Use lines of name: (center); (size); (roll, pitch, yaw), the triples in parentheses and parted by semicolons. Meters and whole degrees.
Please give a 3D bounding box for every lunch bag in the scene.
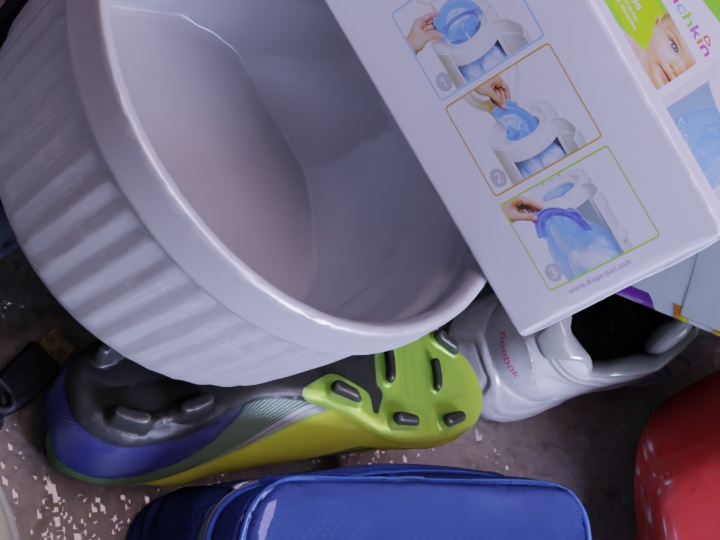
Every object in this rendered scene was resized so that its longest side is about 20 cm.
lunch bag: (-0.001, 0.150, 0.755); (0.198, 0.132, 0.137); (2, 78, -34)

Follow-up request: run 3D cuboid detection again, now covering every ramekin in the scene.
ramekin: (-0.047, -0.052, 0.696); (0.199, 0.105, 0.202); (23, 54, -36)

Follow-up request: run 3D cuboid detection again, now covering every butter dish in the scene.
butter dish: (0.183, 0.132, 0.885); (0.200, 0.147, 0.201); (-45, 113, -75)

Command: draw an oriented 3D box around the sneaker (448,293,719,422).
sneaker: (0.144, 0.022, 0.901); (0.199, 0.099, 0.079); (-22, 92, -35)

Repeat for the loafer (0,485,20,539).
loafer: (-0.157, 0.147, 0.675); (0.075, 0.068, 0.202); (-12, 89, -8)

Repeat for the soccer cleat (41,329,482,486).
soccer cleat: (-0.042, 0.056, 0.780); (0.198, 0.084, 0.065); (-1, 63, -30)

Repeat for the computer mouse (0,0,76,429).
computer mouse: (-0.127, -0.027, 0.743); (0.201, 0.046, 0.141); (-60, 142, -46)

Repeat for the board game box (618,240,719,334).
board game box: (0.203, -0.040, 0.829); (0.200, 0.102, 0.106); (-20, 129, -59)

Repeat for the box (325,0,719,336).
box: (0.070, -0.099, 0.682); (0.112, 0.101, 0.201); (-34, 94, -48)
